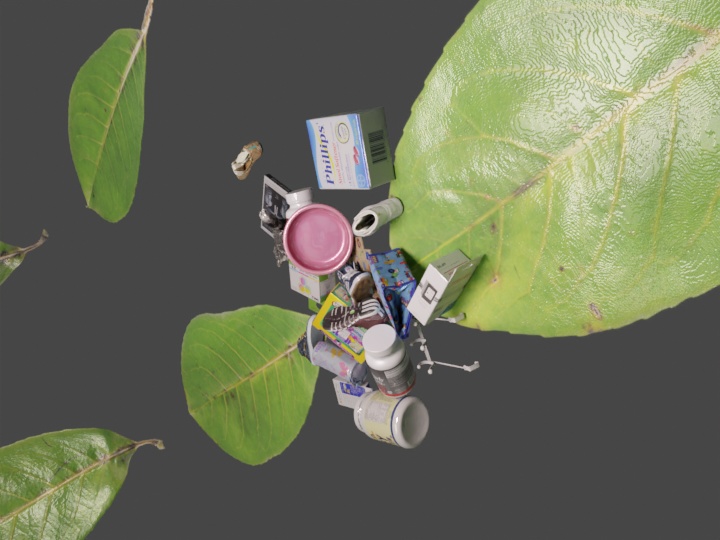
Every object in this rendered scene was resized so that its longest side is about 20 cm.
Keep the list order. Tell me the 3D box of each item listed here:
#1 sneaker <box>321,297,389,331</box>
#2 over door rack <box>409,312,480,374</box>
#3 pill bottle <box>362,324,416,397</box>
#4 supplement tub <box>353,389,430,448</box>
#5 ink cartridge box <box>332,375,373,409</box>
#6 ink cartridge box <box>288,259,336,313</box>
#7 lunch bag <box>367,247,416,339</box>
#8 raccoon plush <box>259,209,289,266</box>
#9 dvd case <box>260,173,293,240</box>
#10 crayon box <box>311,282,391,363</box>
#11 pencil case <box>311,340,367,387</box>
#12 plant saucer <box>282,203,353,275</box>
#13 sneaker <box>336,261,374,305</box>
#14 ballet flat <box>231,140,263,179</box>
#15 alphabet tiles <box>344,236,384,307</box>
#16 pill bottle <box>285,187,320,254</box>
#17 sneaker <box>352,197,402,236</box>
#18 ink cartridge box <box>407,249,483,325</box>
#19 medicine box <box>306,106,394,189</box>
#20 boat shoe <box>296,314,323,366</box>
[{"bbox_3d":[-0.006,0.149,1.618,0.198,0.076,0.115,-18,136,35],"label":"sneaker"},{"bbox_3d":[0.199,0.191,1.521,0.199,0.066,0.150,-8,104,50],"label":"over door rack"},{"bbox_3d":[0.078,0.247,1.600,0.115,0.116,0.201,21,147,40],"label":"pill bottle"},{"bbox_3d":[0.089,0.430,1.707,0.199,0.144,0.147,-2,108,49],"label":"supplement tub"},{"bbox_3d":[-0.009,0.404,1.892,0.199,0.037,0.096,2,110,51],"label":"ink cartridge box"},{"bbox_3d":[-0.147,0.067,1.839,0.147,0.075,0.203,23,124,40],"label":"ink cartridge box"},{"bbox_3d":[0.086,0.071,1.527,0.151,0.093,0.202,-112,12,-52],"label":"lunch bag"},{"bbox_3d":[-0.265,-0.105,1.808,0.133,0.097,0.199,-37,120,25],"label":"raccoon plush"},{"bbox_3d":[-0.265,-0.188,1.879,0.150,0.025,0.202,37,133,31],"label":"dvd case"},{"bbox_3d":[-0.029,0.159,1.728,0.199,0.058,0.173,38,135,4],"label":"crayon box"},{"bbox_3d":[-0.067,0.297,1.863,0.199,0.083,0.092,22,133,40],"label":"pencil case"},{"bbox_3d":[-0.117,-0.090,1.642,0.197,0.051,0.204,1,105,2],"label":"plant saucer"},{"bbox_3d":[-0.017,0.019,1.592,0.109,0.069,0.200,62,170,17],"label":"sneaker"},{"bbox_3d":[-0.383,-0.354,1.892,0.071,0.065,0.200,59,141,7],"label":"ballet flat"},{"bbox_3d":[0.000,0.000,1.665,0.166,0.007,0.203,10,116,60],"label":"alphabet tiles"},{"bbox_3d":[-0.157,-0.136,1.715,0.111,0.111,0.203,2,110,48],"label":"pill bottle"},{"bbox_3d":[0.010,-0.127,1.529,0.199,0.115,0.074,-29,89,53],"label":"sneaker"},{"bbox_3d":[0.201,0.027,1.394,0.067,0.115,0.201,45,136,23],"label":"ink cartridge box"},{"bbox_3d":[-0.026,-0.308,1.485,0.198,0.102,0.185,7,115,45],"label":"medicine box"},{"bbox_3d":[-0.173,0.224,1.952,0.090,0.071,0.203,23,128,34],"label":"boat shoe"}]
